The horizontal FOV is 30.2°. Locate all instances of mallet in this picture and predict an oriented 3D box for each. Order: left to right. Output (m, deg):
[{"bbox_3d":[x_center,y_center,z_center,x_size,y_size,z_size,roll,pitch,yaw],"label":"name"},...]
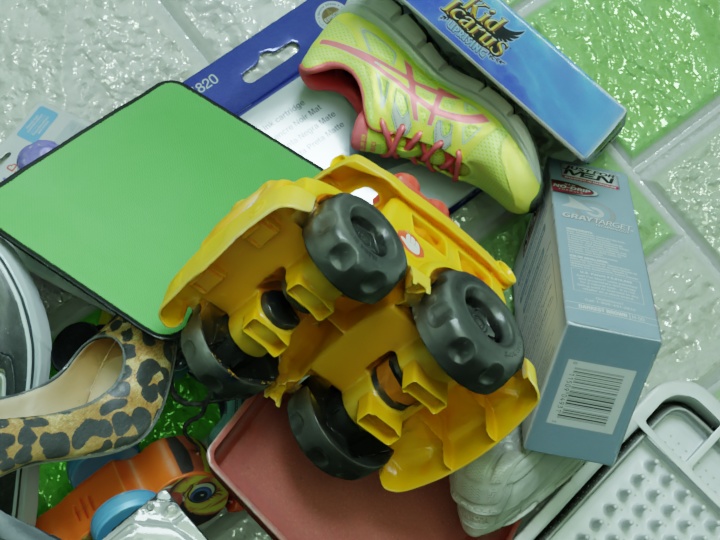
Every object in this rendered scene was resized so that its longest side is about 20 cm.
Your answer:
[{"bbox_3d":[-0.159,-0.002,0.912,0.041,0.066,0.200,-3,55,20],"label":"mallet"}]

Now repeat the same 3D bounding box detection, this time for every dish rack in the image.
[{"bbox_3d":[0.207,0.193,0.900,0.172,0.044,0.200,45,72,6],"label":"dish rack"}]

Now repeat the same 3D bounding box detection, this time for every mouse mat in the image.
[{"bbox_3d":[-0.121,-0.045,0.841,0.161,0.008,0.200,32,46,15],"label":"mouse mat"}]

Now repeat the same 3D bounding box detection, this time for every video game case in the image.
[{"bbox_3d":[0.096,-0.155,0.919,0.200,0.181,0.045,42,99,5],"label":"video game case"}]

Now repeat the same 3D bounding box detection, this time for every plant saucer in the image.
[{"bbox_3d":[0.009,0.127,0.839,0.200,0.037,0.200,48,44,-10],"label":"plant saucer"}]

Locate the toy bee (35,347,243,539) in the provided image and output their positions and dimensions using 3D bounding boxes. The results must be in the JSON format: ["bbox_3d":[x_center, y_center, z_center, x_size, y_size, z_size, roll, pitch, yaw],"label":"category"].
[{"bbox_3d":[-0.126,0.148,0.832,0.200,0.109,0.131,-28,53,25],"label":"toy bee"}]

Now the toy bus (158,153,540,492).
[{"bbox_3d":[0.000,0.000,0.788,0.200,0.136,0.192,37,34,-24],"label":"toy bus"}]

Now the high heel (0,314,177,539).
[{"bbox_3d":[-0.185,0.058,0.746,0.143,0.071,0.200,42,60,-33],"label":"high heel"}]

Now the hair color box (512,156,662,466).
[{"bbox_3d":[0.141,0.020,0.860,0.061,0.099,0.200,11,33,-4],"label":"hair color box"}]

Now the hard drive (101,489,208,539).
[{"bbox_3d":[-0.140,0.235,0.721,0.200,0.038,0.140,-38,80,-18],"label":"hard drive"}]

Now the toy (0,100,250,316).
[{"bbox_3d":[-0.181,-0.049,0.876,0.200,0.047,0.115,26,67,24],"label":"toy"}]

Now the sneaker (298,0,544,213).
[{"bbox_3d":[0.039,-0.099,0.909,0.090,0.078,0.200,-42,74,-18],"label":"sneaker"}]

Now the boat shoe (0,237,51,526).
[{"bbox_3d":[-0.228,0.077,0.784,0.072,0.071,0.200,-5,89,21],"label":"boat shoe"}]

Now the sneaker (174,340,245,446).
[{"bbox_3d":[-0.098,0.029,0.889,0.086,0.078,0.200,-21,77,-10],"label":"sneaker"}]

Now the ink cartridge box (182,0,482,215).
[{"bbox_3d":[-0.018,-0.102,0.958,0.200,0.041,0.200,-37,81,-17],"label":"ink cartridge box"}]

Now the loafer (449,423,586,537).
[{"bbox_3d":[0.124,0.105,0.886,0.070,0.070,0.200,27,38,32],"label":"loafer"}]
